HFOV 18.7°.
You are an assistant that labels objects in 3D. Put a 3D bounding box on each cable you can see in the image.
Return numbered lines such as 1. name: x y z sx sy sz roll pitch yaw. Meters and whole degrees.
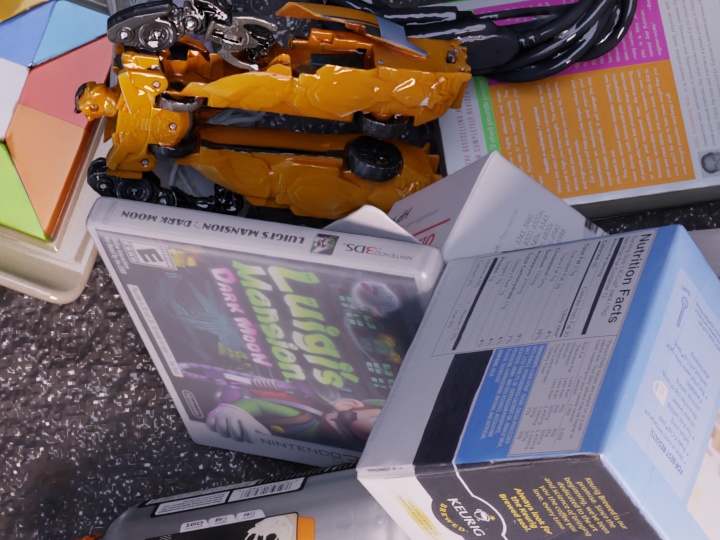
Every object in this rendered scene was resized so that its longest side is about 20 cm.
1. cable: 0.066 -0.176 1.219 0.199 0.051 0.164 -12 55 -1

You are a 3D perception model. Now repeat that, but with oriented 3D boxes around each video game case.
1. video game case: -0.029 0.043 1.105 0.181 0.200 0.023 9 55 21

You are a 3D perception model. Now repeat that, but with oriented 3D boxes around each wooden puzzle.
1. wooden puzzle: -0.212 -0.102 1.231 0.184 0.037 0.201 20 81 4

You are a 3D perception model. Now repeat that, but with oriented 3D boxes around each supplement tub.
1. supplement tub: -0.052 0.170 1.127 0.199 0.122 0.123 -13 80 16

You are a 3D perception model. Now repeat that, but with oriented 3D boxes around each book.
1. book: 0.139 -0.099 1.226 0.199 0.048 0.134 -8 77 -2

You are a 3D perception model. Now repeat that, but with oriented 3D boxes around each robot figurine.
1. robot figurine: -0.050 -0.083 1.143 0.199 0.145 0.058 6 37 -10

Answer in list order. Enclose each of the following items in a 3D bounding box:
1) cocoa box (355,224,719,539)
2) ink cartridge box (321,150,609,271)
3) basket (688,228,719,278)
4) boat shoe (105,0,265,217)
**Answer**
1. cocoa box: 0.119 0.098 0.983 0.131 0.200 0.134 -9 42 38
2. ink cartridge box: 0.073 0.011 1.091 0.200 0.116 0.068 35 66 -15
3. basket: 0.247 0.042 1.111 0.135 0.200 0.124 6 84 -28
4. boat shoe: -0.097 -0.120 1.197 0.074 0.065 0.203 -13 96 -26
